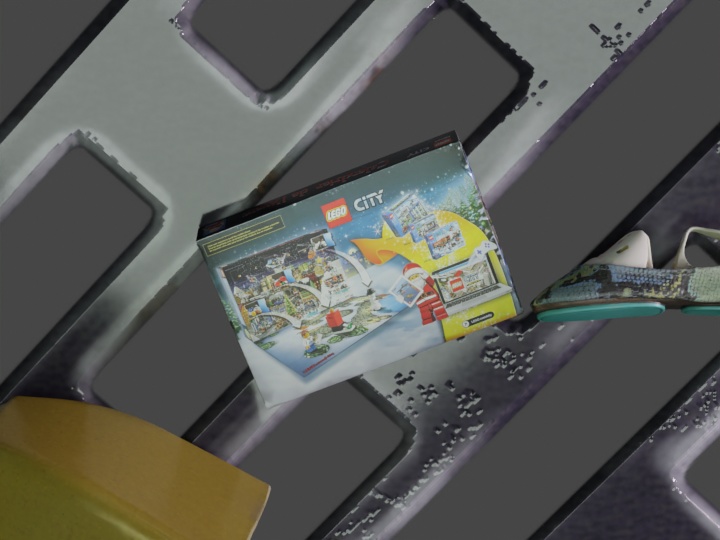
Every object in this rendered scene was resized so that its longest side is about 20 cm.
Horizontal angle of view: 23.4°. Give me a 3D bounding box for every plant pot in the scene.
[{"bbox_3d":[-0.207,0.198,1.220,0.200,0.196,0.194,35,102,-1],"label":"plant pot"}]

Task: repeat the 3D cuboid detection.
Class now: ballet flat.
[{"bbox_3d":[0.220,0.003,1.244,0.199,0.074,0.074,0,105,-4],"label":"ballet flat"}]

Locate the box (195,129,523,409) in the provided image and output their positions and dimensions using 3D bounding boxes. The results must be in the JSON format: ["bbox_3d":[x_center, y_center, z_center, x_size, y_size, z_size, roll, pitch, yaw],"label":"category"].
[{"bbox_3d":[0.000,0.000,1.242,0.200,0.038,0.137,-20,105,4],"label":"box"}]
